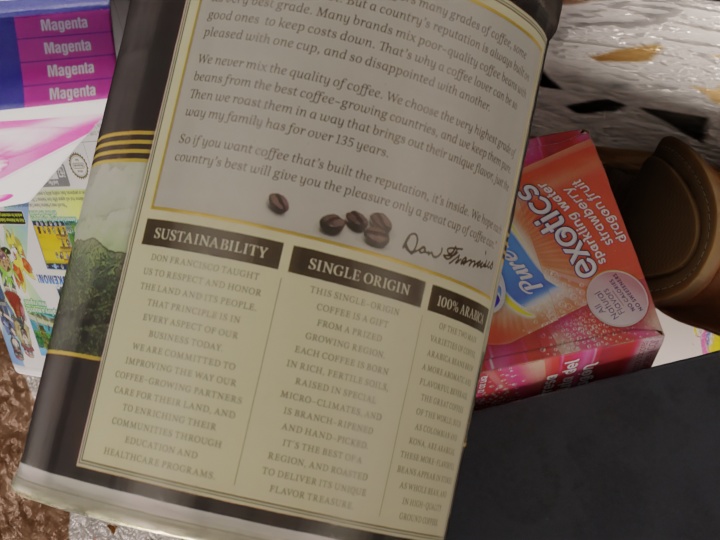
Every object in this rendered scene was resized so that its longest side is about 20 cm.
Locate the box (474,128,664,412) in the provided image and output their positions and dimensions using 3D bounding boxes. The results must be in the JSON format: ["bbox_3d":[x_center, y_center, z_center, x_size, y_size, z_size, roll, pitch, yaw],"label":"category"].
[{"bbox_3d":[0.055,0.038,0.693,0.095,0.100,0.200,-11,153,-9],"label":"box"}]

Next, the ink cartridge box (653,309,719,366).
[{"bbox_3d":[0.196,0.036,0.936,0.199,0.067,0.117,13,-176,-15],"label":"ink cartridge box"}]

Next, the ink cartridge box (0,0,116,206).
[{"bbox_3d":[-0.196,-0.055,0.589,0.196,0.043,0.200,-10,171,-27],"label":"ink cartridge box"}]

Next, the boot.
[{"bbox_3d":[0.180,0.009,0.720,0.155,0.077,0.200,26,177,-7],"label":"boot"}]

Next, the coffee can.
[{"bbox_3d":[-0.023,-0.009,0.532,0.146,0.201,0.146,12,173,2],"label":"coffee can"}]

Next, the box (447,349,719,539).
[{"bbox_3d":[0.106,0.136,0.658,0.199,0.124,0.197,-14,155,-3],"label":"box"}]

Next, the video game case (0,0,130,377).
[{"bbox_3d":[-0.138,-0.030,0.738,0.022,0.183,0.200,-25,-163,-35],"label":"video game case"}]
